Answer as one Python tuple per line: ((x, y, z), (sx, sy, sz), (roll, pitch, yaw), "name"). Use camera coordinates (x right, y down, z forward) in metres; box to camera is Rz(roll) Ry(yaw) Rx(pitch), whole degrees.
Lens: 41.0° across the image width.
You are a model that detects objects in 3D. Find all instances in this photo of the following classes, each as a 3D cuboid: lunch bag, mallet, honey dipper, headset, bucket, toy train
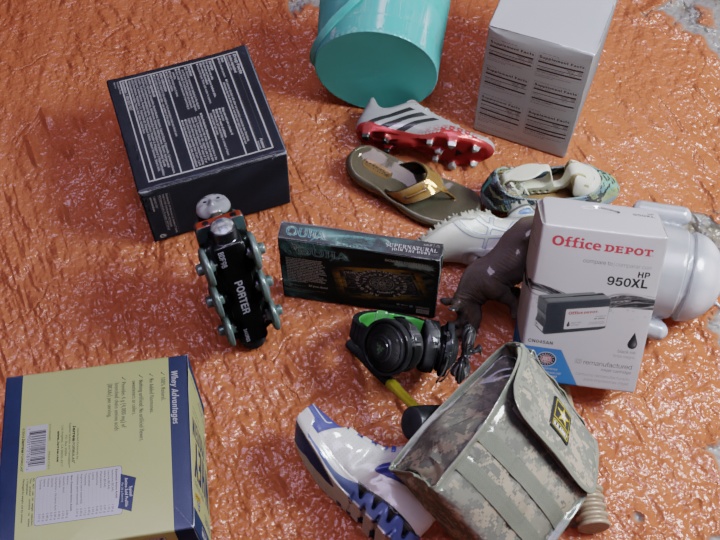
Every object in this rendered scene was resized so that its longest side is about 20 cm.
((0.161, 0.197, 1.026), (0.200, 0.117, 0.164), (-48, 111, -19), "lunch bag")
((0.032, 0.135, 1.119), (0.065, 0.042, 0.200), (3, 25, -44), "mallet")
((0.254, 0.203, 1.120), (0.038, 0.038, 0.202), (-2, 55, -1), "honey dipper")
((0.068, 0.076, 1.119), (0.122, 0.095, 0.200), (4, 16, -29), "headset")
((0.028, -0.334, 1.362), (0.205, 0.208, 0.136), (6, 64, 4), "bucket")
((-0.154, 0.003, 1.154), (0.084, 0.201, 0.114), (-21, 45, -10), "toy train")

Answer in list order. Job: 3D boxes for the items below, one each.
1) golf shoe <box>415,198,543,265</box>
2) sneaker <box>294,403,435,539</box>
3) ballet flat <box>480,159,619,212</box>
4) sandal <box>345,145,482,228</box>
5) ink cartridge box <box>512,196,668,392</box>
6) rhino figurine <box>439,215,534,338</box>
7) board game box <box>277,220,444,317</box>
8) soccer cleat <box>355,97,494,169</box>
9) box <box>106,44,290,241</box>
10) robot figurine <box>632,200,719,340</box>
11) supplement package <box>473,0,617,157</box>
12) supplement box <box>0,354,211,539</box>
((0.168, -0.028, 1.242), (0.198, 0.078, 0.098), (-12, 66, -5), "golf shoe")
((0.021, 0.223, 1.087), (0.115, 0.081, 0.199), (-35, 71, -25), "sneaker")
((0.261, -0.116, 1.293), (0.198, 0.075, 0.075), (-8, 58, -10), "ballet flat")
((0.070, -0.120, 1.306), (0.199, 0.054, 0.081), (28, 62, 9), "sandal")
((0.263, 0.029, 1.122), (0.143, 0.202, 0.084), (6, 24, 4), "ink cartridge box")
((0.171, 0.014, 1.193), (0.200, 0.087, 0.060), (-44, 24, 5), "rhino figurine")
((0.000, 0.000, 1.186), (0.198, 0.136, 0.028), (8, 57, 5), "board game box")
((0.092, -0.198, 1.352), (0.198, 0.069, 0.086), (8, 62, 11), "soccer cleat")
((-0.215, -0.172, 1.299), (0.196, 0.124, 0.201), (-17, 61, -9), "box")
((0.362, -0.002, 1.201), (0.198, 0.113, 0.172), (12, 86, 8), "robot figurine")
((0.261, -0.310, 1.343), (0.146, 0.201, 0.192), (19, 59, 11), "supplement package")
((-0.272, 0.220, 1.046), (0.197, 0.135, 0.202), (-7, 58, -4), "supplement box")
